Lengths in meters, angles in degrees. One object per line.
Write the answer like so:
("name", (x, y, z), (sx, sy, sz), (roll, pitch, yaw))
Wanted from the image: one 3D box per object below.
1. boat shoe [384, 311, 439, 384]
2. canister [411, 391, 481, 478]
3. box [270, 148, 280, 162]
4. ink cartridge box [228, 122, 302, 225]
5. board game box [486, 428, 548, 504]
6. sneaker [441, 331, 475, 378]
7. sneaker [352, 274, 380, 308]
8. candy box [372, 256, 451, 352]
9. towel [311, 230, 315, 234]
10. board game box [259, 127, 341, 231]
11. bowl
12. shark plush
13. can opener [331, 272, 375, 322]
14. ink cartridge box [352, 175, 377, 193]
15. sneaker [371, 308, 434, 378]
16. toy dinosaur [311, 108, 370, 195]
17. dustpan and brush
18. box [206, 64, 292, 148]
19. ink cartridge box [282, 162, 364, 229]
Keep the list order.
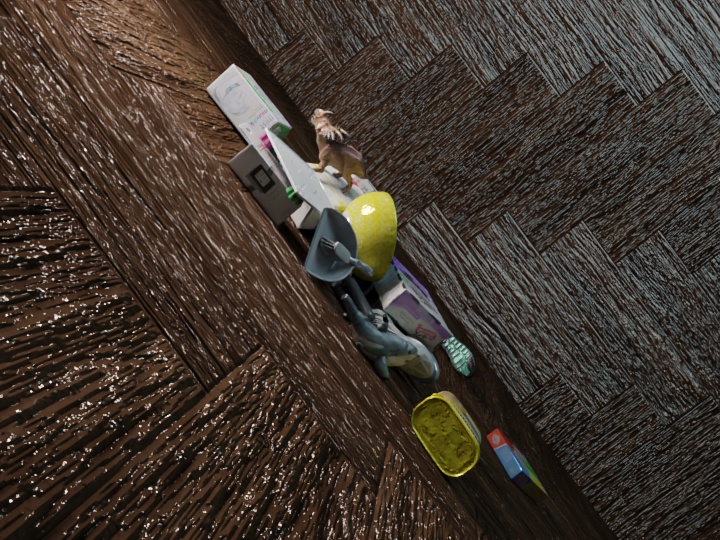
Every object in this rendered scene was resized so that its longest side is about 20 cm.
("boat shoe", (0.101, 0.171, 1.799), (0.202, 0.072, 0.066), (56, 13, 22))
("canister", (0.173, 0.312, 1.560), (0.150, 0.086, 0.200), (55, 7, 10))
("box", (-0.160, -0.231, 2.067), (0.200, 0.049, 0.083), (46, 11, -42))
("ink cartridge box", (-0.202, -0.199, 1.630), (0.201, 0.066, 0.116), (52, 9, -10))
("board game box", (0.441, 0.551, 2.233), (0.200, 0.040, 0.154), (46, 11, -43))
("sneaker", (0.323, 0.274, 2.632), (0.201, 0.074, 0.088), (57, 4, 28))
("sneaker", (0.000, 0.000, 1.921), (0.112, 0.073, 0.201), (50, 10, -27))
("candy box", (0.107, 0.068, 1.810), (0.168, 0.071, 0.201), (44, 11, -27))
("towel", (-0.077, -0.096, 1.978), (0.200, 0.048, 0.113), (39, 18, -56))
("board game box", (-0.120, -0.179, 1.659), (0.200, 0.026, 0.202), (38, 21, -54))
("bowl", (-0.006, -0.079, 1.765), (0.105, 0.203, 0.201), (5, 31, -22))
("shark plush", (0.026, 0.115, 1.551), (0.201, 0.083, 0.091), (51, 8, -14))
("can opener", (-0.023, 0.039, 1.690), (0.066, 0.052, 0.202), (36, 19, -50))
("ink cartridge box", (-0.005, -0.200, 2.491), (0.201, 0.145, 0.084), (49, 10, -21))
("sneaker", (0.082, 0.175, 1.672), (0.200, 0.076, 0.116), (42, 11, -14))
("toy dinosaur", (-0.041, -0.264, 1.816), (0.197, 0.136, 0.087), (28, 30, -19))
("dustpan and brush", (-0.031, -0.029, 1.639), (0.056, 0.142, 0.200), (12, -13, 27))
("box", (-0.272, -0.396, 1.972), (0.177, 0.096, 0.200), (51, 7, 0))
("ink cartridge box", (-0.088, -0.172, 1.861), (0.198, 0.084, 0.146), (1, 47, -47))
